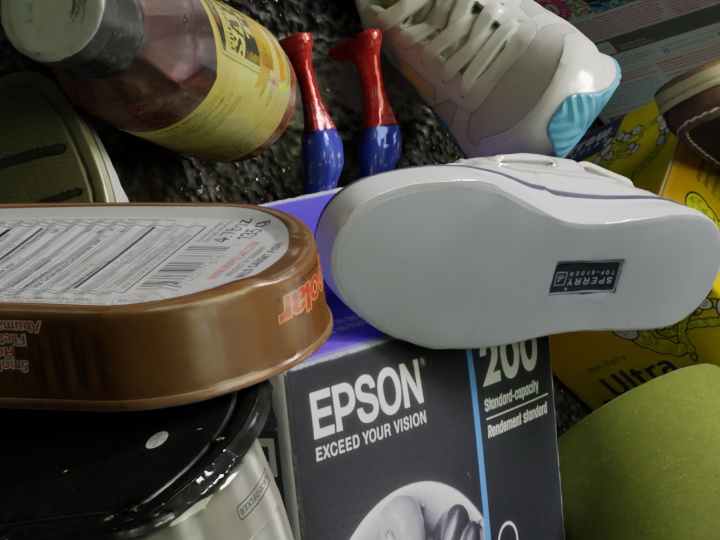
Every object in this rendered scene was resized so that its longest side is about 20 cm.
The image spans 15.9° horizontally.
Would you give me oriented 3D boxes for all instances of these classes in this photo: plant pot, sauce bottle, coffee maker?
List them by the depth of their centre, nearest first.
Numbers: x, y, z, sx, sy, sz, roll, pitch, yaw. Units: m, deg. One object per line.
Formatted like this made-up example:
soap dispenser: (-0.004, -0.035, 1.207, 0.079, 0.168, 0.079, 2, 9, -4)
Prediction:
coffee maker: (-0.084, 0.149, 0.875, 0.135, 0.192, 0.201, -34, 114, -37)
sauce bottle: (-0.079, -0.083, 0.988, 0.200, 0.066, 0.066, 17, 53, -76)
plant pot: (0.163, 0.149, 1.111, 0.187, 0.187, 0.200, -9, 63, -46)

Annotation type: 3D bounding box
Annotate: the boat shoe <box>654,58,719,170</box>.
boat shoe: (0.210, -0.047, 1.157, 0.200, 0.072, 0.072, 15, 58, -47)

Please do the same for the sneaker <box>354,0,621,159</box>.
sneaker: (0.046, -0.096, 1.121, 0.081, 0.077, 0.200, 37, 4, -26)

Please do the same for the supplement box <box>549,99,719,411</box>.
supplement box: (0.173, 0.025, 1.216, 0.200, 0.109, 0.110, 42, 46, -21)

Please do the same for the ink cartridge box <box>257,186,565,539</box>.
ink cartridge box: (0.015, 0.065, 1.017, 0.198, 0.043, 0.201, -16, 100, -56)

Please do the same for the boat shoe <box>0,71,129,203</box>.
boat shoe: (-0.102, 0.022, 0.980, 0.068, 0.075, 0.201, 23, 47, -65)

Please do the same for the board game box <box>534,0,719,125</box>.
board game box: (0.138, -0.153, 1.213, 0.200, 0.147, 0.064, 43, 44, -39)

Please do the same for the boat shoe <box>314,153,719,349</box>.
boat shoe: (0.054, -0.012, 1.018, 0.199, 0.074, 0.065, 8, 20, -41)

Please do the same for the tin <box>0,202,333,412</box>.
tin: (-0.106, 0.009, 0.883, 0.112, 0.199, 0.042, -37, 123, -61)

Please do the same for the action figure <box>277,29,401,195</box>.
action figure: (0.000, 0.000, 1.102, 0.065, 0.052, 0.201, -4, 78, -40)
